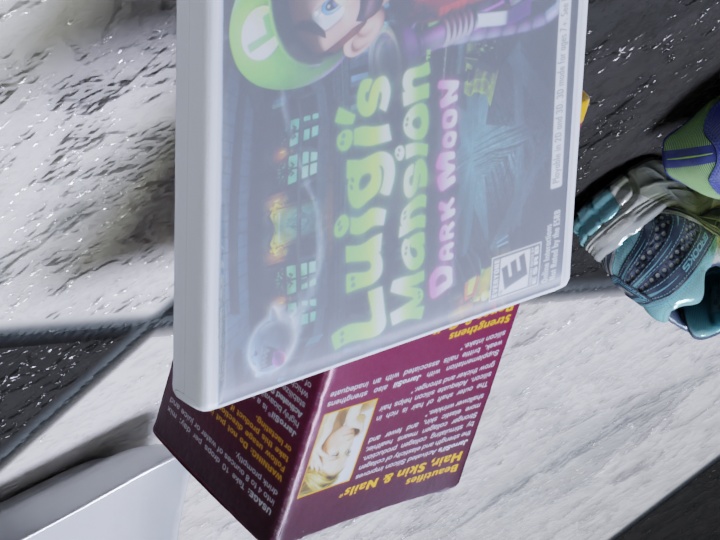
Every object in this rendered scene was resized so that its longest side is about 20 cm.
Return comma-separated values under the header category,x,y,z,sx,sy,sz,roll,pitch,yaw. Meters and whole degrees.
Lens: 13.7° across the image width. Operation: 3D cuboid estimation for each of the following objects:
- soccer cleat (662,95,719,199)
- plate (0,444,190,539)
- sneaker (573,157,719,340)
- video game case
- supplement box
category,x,y,z,sx,sy,sz,roll,pitch,yaw
soccer cleat,0.223,-0.073,1.563,0.083,0.065,0.200,-7,-178,33
plate,-0.183,0.158,1.524,0.200,0.032,0.200,-26,161,-17
sneaker,0.180,0.000,1.611,0.078,0.086,0.200,-38,161,24
video game case,0.011,-0.065,1.067,0.181,0.023,0.201,-18,121,-37
supplement box,0.002,0.000,1.207,0.110,0.086,0.200,-15,135,-41
